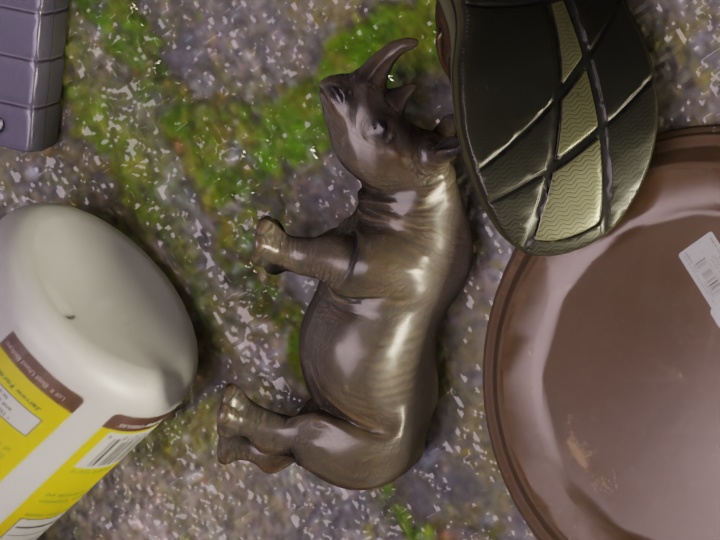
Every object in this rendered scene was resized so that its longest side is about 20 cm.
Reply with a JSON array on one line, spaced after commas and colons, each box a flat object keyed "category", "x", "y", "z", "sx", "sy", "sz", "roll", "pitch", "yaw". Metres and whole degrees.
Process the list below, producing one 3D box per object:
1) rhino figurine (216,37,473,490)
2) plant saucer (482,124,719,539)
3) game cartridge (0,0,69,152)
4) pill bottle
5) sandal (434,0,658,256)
[{"category": "rhino figurine", "x": 0.000, "y": 0.000, "z": 1.151, "sx": 0.087, "sy": 0.060, "sz": 0.200, "roll": 14, "pitch": 107, "yaw": 3}, {"category": "plant saucer", "x": 0.135, "y": 0.043, "z": 1.094, "sx": 0.200, "sy": 0.029, "sz": 0.201, "roll": -1, "pitch": 89, "yaw": 27}, {"category": "game cartridge", "x": -0.220, "y": -0.134, "z": 1.246, "sx": 0.200, "sy": 0.038, "sz": 0.130, "roll": 13, "pitch": 111, "yaw": 23}, {"category": "pill bottle", "x": -0.169, "y": 0.069, "z": 1.222, "sx": 0.200, "sy": 0.109, "sz": 0.109, "roll": -43, "pitch": 82, "yaw": 26}, {"category": "sandal", "x": 0.061, "y": -0.102, "z": 1.104, "sx": 0.080, "sy": 0.057, "sz": 0.201, "roll": -13, "pitch": 77, "yaw": -9}]
